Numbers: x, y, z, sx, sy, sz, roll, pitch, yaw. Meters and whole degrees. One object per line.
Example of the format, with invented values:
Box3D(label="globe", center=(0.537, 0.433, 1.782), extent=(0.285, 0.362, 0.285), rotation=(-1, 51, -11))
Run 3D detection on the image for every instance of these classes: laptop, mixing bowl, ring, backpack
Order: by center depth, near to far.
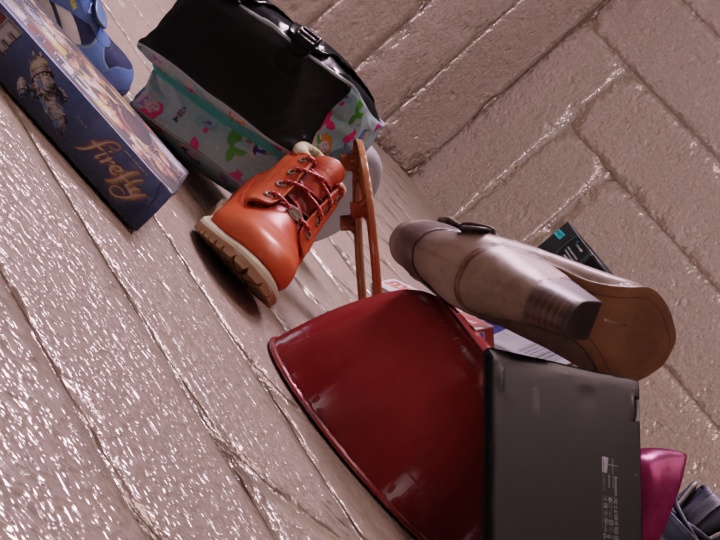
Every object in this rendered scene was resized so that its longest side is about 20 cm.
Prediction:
Box3D(label="laptop", center=(0.127, 0.169, 1.400), extent=(0.199, 0.116, 0.188), rotation=(14, 67, -33))
Box3D(label="mixing bowl", center=(0.044, 0.087, 1.429), extent=(0.200, 0.108, 0.200), rotation=(50, 5, -6))
Box3D(label="ring", center=(0.000, 0.000, 1.632), extent=(0.200, 0.019, 0.202), rotation=(176, -90, -87))
Box3D(label="backpack", center=(-0.076, -0.134, 1.704), extent=(0.177, 0.151, 0.200), rotation=(36, 7, 15))

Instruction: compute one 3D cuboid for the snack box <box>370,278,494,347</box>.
Box3D(label="snack box", center=(0.052, 0.058, 1.595), extent=(0.200, 0.024, 0.072), rotation=(-154, -120, -68))

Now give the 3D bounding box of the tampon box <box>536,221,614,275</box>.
Box3D(label="tampon box", center=(0.185, 0.074, 2.166), extent=(0.126, 0.200, 0.150), rotation=(48, 7, -14))

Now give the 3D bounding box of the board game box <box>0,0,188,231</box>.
Box3D(label="board game box", center=(-0.190, -0.118, 1.344), extent=(0.200, 0.035, 0.136), rotation=(49, 6, -7))

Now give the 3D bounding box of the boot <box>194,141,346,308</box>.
Box3D(label="boot", center=(-0.057, -0.041, 1.520), extent=(0.075, 0.107, 0.200), rotation=(49, 7, -13))

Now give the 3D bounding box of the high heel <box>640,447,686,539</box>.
Box3D(label="high heel", center=(0.211, 0.229, 1.535), extent=(0.067, 0.096, 0.201), rotation=(143, -64, -78))

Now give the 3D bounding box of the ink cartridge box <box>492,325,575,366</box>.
Box3D(label="ink cartridge box", center=(0.134, 0.142, 1.658), extent=(0.199, 0.040, 0.201), rotation=(20, -54, 63))

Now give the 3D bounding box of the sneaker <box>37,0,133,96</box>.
Box3D(label="sneaker", center=(-0.210, -0.195, 1.473), extent=(0.200, 0.082, 0.074), rotation=(47, 4, -40))

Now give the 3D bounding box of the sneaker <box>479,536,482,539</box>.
Box3D(label="sneaker", center=(0.121, 0.189, 1.564), extent=(0.202, 0.067, 0.108), rotation=(49, 7, 28))

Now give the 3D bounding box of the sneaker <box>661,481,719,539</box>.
Box3D(label="sneaker", center=(0.249, 0.238, 1.858), extent=(0.077, 0.146, 0.202), rotation=(53, 8, 28))

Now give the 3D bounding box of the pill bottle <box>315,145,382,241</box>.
Box3D(label="pill bottle", center=(-0.077, -0.129, 1.912), extent=(0.200, 0.116, 0.116), rotation=(53, 6, 30))

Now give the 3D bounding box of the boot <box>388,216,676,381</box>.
Box3D(label="boot", center=(0.113, 0.012, 1.429), extent=(0.146, 0.070, 0.200), rotation=(27, 1, 32))
